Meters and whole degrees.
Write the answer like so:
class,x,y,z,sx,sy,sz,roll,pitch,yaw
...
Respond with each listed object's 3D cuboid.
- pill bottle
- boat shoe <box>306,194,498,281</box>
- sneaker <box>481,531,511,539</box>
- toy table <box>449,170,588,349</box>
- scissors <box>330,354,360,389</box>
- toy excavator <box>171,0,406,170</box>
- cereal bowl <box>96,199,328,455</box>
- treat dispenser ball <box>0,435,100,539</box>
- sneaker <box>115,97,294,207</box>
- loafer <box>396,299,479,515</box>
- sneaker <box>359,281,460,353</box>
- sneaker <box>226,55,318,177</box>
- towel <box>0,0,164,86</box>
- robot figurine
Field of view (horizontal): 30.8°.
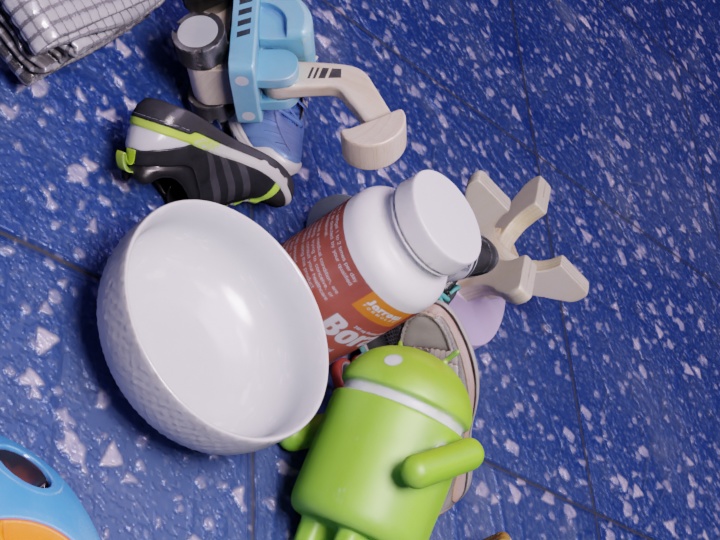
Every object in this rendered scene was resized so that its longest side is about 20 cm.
class,x,y,z,sx,sy,sz,roll,pitch,yaw
pill bottle,0.000,0.000,1.097,0.112,0.199,0.113,32,42,-34
boat shoe,0.037,-0.028,1.190,0.068,0.198,0.074,3,92,-48
sneaker,0.103,0.302,1.112,0.088,0.075,0.200,59,34,0
toy table,0.140,-0.017,1.372,0.183,0.117,0.201,35,41,-31
scissors,0.010,0.167,1.146,0.073,0.014,0.202,25,48,-60
toy excavator,-0.060,-0.178,1.146,0.100,0.198,0.196,83,5,-58
cereal bowl,-0.122,0.052,1.001,0.199,0.083,0.201,29,45,-34
treat dispenser ball,-0.227,0.177,0.663,0.200,0.200,0.202,32,42,-34
sneaker,-0.138,-0.079,1.120,0.200,0.071,0.083,27,83,-51
loafer,0.063,0.126,1.137,0.063,0.071,0.202,-44,134,-56
sneaker,0.051,0.025,1.234,0.078,0.091,0.201,45,31,-22
sneaker,-0.081,-0.176,1.232,0.075,0.077,0.201,23,44,-42
towel,-0.260,-0.250,1.060,0.166,0.085,0.200,55,32,-9
robot figurine,0.018,0.150,1.045,0.115,0.175,0.201,34,72,-36
